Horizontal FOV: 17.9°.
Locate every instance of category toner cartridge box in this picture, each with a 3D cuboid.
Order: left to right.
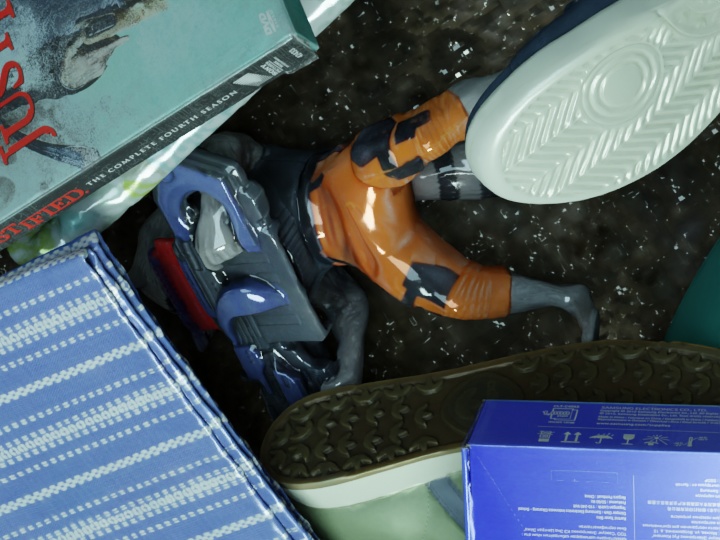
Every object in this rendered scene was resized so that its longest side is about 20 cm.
[{"bbox_3d":[0.138,0.098,0.794,0.199,0.043,0.096,1,111,13],"label":"toner cartridge box"}]

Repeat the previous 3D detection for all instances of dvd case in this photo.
[{"bbox_3d":[-0.122,-0.089,0.809,0.199,0.022,0.147,-30,67,21],"label":"dvd case"}]

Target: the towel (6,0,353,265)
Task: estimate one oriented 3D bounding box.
[{"bbox_3d":[-0.071,-0.114,0.863,0.200,0.171,0.048,-42,121,15],"label":"towel"}]

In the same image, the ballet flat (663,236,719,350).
[{"bbox_3d":[0.174,-0.020,0.881,0.075,0.068,0.201,14,101,-17],"label":"ballet flat"}]

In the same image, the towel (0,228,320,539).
[{"bbox_3d":[-0.103,0.086,0.861,0.144,0.024,0.200,-23,118,21],"label":"towel"}]

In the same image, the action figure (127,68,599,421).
[{"bbox_3d":[0.000,0.000,0.919,0.192,0.105,0.201,-4,127,18],"label":"action figure"}]

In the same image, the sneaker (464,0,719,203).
[{"bbox_3d":[0.106,-0.105,0.833,0.200,0.075,0.085,-37,48,-11],"label":"sneaker"}]

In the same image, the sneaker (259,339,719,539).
[{"bbox_3d":[0.068,0.084,0.882,0.199,0.067,0.090,-7,132,17],"label":"sneaker"}]
